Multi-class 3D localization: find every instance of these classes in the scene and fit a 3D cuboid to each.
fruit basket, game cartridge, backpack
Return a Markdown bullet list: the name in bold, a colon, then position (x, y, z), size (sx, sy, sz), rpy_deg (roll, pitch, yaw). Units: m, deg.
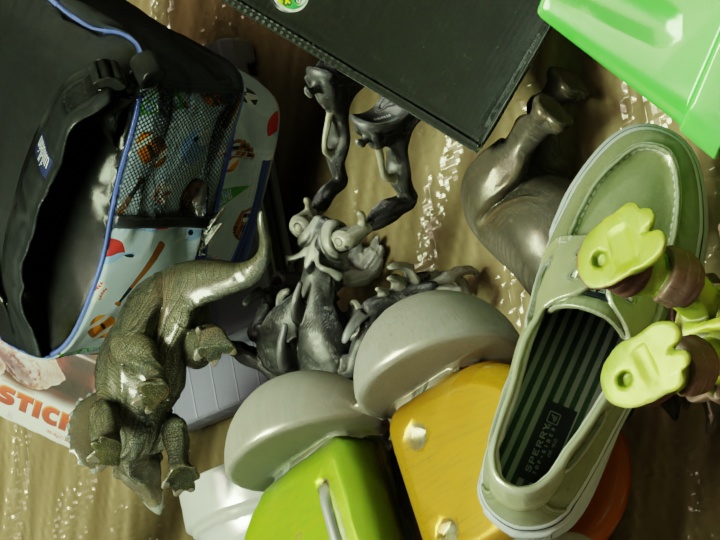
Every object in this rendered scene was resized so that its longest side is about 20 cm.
- **fruit basket**: position (0.186, -0.114, 1.129), size (0.216, 0.215, 0.156), rpy_deg (41, 119, 41)
- **game cartridge**: position (-0.092, -0.016, 1.553), size (0.129, 0.038, 0.201), rpy_deg (-22, 74, 44)
- **backpack**: position (-0.145, -0.048, 1.477), size (0.200, 0.153, 0.191), rpy_deg (34, 108, 50)

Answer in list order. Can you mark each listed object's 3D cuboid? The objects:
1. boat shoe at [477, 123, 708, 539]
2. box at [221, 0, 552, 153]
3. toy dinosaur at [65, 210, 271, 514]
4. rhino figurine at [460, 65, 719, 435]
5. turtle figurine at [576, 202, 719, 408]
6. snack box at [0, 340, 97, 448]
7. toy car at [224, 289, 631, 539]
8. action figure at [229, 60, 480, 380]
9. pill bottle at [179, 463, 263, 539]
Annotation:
- **boat shoe**: position (0.106, 0.023, 1.197), size (0.062, 0.072, 0.201), rpy_deg (85, -156, -71)
- **box**: position (0.025, -0.190, 1.292), size (0.193, 0.048, 0.201), rpy_deg (32, 108, 4)
- **toy dinosaur**: position (-0.107, 0.046, 1.395), size (0.102, 0.077, 0.201), rpy_deg (-121, 43, -55)
- **rhino figurine**: position (0.114, 0.001, 1.288), size (0.088, 0.060, 0.200), rpy_deg (-54, 54, 31)
- **turtle figurine**: position (0.156, 0.016, 1.168), size (0.064, 0.161, 0.201), rpy_deg (-6, 78, 39)
- **snack box**: position (-0.227, 0.043, 1.646), size (0.199, 0.024, 0.072), rpy_deg (23, 114, 13)
- **toy car**: position (0.040, 0.120, 1.303), size (0.200, 0.150, 0.176), rpy_deg (-32, 62, 27)
- **action figure**: position (0.000, 0.000, 1.394), size (0.119, 0.102, 0.201), rpy_deg (22, 106, 43)
- **pill bottle**: position (-0.027, 0.198, 1.419), size (0.116, 0.115, 0.201), rpy_deg (-32, 68, 46)
